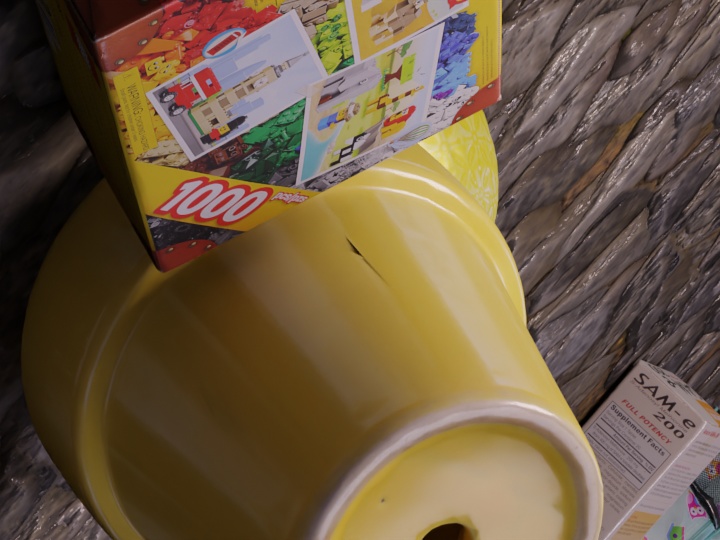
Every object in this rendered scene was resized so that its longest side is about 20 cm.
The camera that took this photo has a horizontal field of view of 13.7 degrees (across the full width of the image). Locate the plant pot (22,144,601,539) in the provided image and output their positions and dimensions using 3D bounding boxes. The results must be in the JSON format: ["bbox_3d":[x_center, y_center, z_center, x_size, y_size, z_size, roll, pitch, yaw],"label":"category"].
[{"bbox_3d":[-0.007,0.061,1.169,0.200,0.189,0.201,-14,124,-22],"label":"plant pot"}]

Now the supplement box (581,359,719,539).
[{"bbox_3d":[0.182,0.167,2.250,0.200,0.074,0.126,-49,163,6],"label":"supplement box"}]

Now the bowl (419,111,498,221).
[{"bbox_3d":[0.000,0.000,1.352,0.200,0.108,0.200,-43,164,-16],"label":"bowl"}]

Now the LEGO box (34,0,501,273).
[{"bbox_3d":[-0.032,-0.097,1.039,0.149,0.077,0.200,-28,160,-7],"label":"LEGO box"}]

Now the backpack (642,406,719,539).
[{"bbox_3d":[0.244,0.233,2.433,0.200,0.153,0.176,-26,159,-36],"label":"backpack"}]
